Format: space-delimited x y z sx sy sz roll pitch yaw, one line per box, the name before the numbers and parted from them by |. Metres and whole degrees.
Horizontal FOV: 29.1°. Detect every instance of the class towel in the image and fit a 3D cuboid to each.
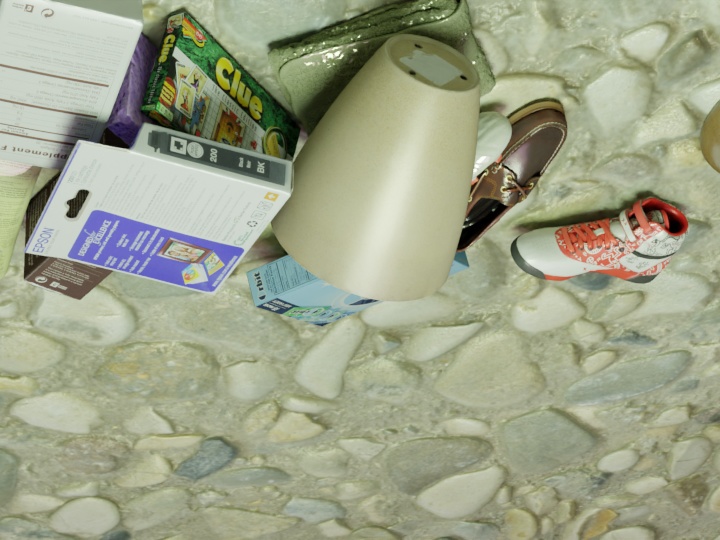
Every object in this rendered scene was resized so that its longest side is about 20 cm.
towel | 0.023 -0.188 1.332 0.198 0.037 0.149 -16 145 12

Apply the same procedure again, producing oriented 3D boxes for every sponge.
sponge | -0.168 -0.130 1.312 0.030 0.112 0.200 -20 143 22

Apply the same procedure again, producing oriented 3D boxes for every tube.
tube | -0.371 -0.068 1.424 0.058 0.052 0.201 -32 160 -40

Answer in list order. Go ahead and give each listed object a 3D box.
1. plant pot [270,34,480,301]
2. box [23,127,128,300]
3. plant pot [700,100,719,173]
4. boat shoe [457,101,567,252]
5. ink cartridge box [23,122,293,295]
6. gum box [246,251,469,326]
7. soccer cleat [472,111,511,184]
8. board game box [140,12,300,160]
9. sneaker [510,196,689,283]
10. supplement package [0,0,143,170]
plant pot | 0.033 -0.107 1.284 0.186 0.188 0.201 8 128 -21
box | -0.258 -0.066 1.398 0.075 0.101 0.200 22 137 -35
plant pot | 0.464 -0.150 1.480 0.198 0.028 0.201 -6 145 -4
boat shoe | 0.152 -0.094 1.464 0.070 0.071 0.200 15 138 -27
ink cartridge box | -0.190 -0.058 1.279 0.198 0.044 0.198 13 146 -23
gum box | 0.000 0.000 1.544 0.199 0.045 0.170 -21 163 20
soccer cleat | 0.060 -0.114 1.421 0.199 0.070 0.078 -23 140 26
board game box | -0.127 -0.143 1.310 0.023 0.106 0.200 -6 150 31
sneaker | 0.274 -0.041 1.565 0.200 0.068 0.108 5 143 -23
supplement package | -0.266 -0.196 1.194 0.116 0.118 0.200 8 143 -22
